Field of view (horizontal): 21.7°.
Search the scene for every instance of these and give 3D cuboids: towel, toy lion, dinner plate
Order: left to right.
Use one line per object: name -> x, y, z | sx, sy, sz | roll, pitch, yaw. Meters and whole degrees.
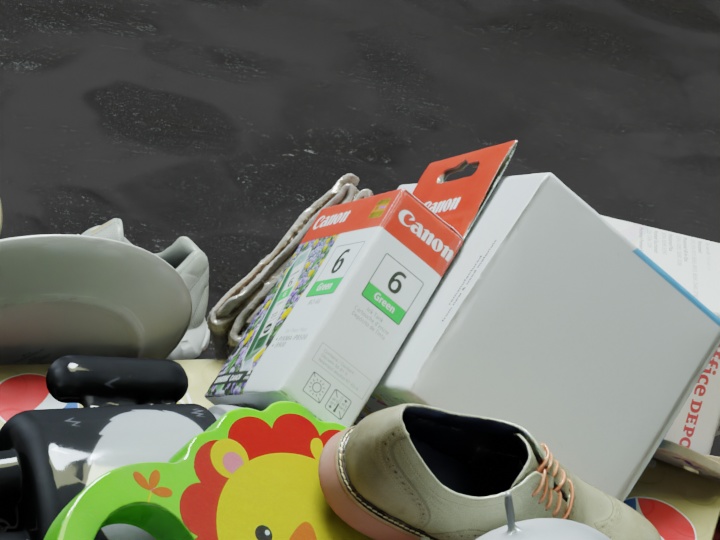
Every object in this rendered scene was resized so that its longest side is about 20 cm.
dinner plate -> -0.194, 0.044, 1.092 | 0.199, 0.200, 0.024 | 0, 58, -25
toy lion -> -0.059, 0.147, 0.901 | 0.199, 0.069, 0.193 | 19, 54, -24
towel -> -0.045, 0.005, 1.202 | 0.034, 0.133, 0.200 | 44, -10, 4

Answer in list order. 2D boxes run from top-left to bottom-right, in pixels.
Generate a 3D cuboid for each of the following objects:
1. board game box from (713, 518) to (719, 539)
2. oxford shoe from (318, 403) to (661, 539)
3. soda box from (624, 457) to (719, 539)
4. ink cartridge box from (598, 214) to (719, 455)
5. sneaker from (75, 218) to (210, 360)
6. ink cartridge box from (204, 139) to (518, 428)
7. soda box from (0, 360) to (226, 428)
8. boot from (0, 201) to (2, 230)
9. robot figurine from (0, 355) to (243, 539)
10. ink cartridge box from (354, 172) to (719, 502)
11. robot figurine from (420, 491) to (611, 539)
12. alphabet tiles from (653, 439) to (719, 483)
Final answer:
board game box -> 0.149, 0.179, 1.132 | 0.199, 0.020, 0.103 | 4, 24, -17
oxford shoe -> 0.080, 0.118, 0.939 | 0.199, 0.074, 0.071 | 19, 53, -25
soda box -> 0.147, 0.183, 1.032 | 0.067, 0.064, 0.200 | 20, 31, 10
ink cartridge box -> 0.180, 0.047, 1.303 | 0.199, 0.129, 0.125 | 13, 24, 5
sneaker -> -0.196, 0.005, 1.271 | 0.199, 0.093, 0.076 | 3, 25, -16
ink cartridge box -> 0.000, 0.000, 1.049 | 0.050, 0.201, 0.109 | 38, -19, -18
soda box -> -0.158, 0.098, 1.080 | 0.199, 0.064, 0.068 | -1, 40, -24
boot -> -0.306, -0.030, 1.254 | 0.154, 0.072, 0.200 | -12, 25, 16
robot figurine -> -0.122, 0.131, 0.979 | 0.199, 0.151, 0.125 | 0, 14, -26
ink cartridge box -> 0.077, 0.045, 1.096 | 0.146, 0.146, 0.200 | 38, -13, -18
robot figurine -> 0.099, 0.200, 0.872 | 0.113, 0.169, 0.201 | -23, 80, -55
alphabet tiles -> 0.226, 0.129, 1.145 | 0.195, 0.015, 0.200 | 26, -10, -26
